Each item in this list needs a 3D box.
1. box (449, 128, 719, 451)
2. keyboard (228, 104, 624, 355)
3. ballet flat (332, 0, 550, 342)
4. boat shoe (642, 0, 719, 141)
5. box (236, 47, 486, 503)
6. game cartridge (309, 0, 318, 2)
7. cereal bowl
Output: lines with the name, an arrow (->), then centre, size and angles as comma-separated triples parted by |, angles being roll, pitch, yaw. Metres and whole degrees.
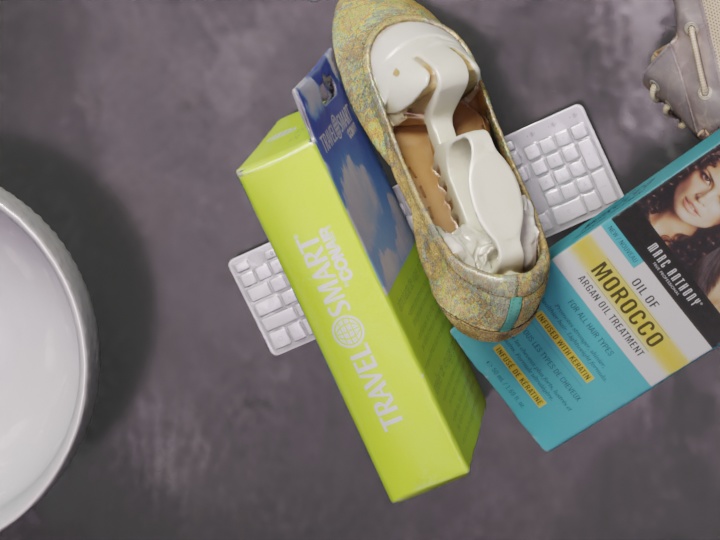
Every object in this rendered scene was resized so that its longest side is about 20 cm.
box -> 0.142, 0.005, 1.205 | 0.200, 0.049, 0.082 | -37, 93, 38
keyboard -> 0.033, -0.020, 1.275 | 0.200, 0.011, 0.056 | -24, 95, 11
ballet flat -> 0.042, -0.064, 1.204 | 0.071, 0.071, 0.200 | -24, 69, 11
boat shoe -> 0.179, -0.101, 1.219 | 0.073, 0.074, 0.200 | -1, 98, 25
box -> 0.000, 0.000, 1.217 | 0.048, 0.122, 0.200 | -22, 101, 12
game cartridge -> -0.086, -0.225, 1.214 | 0.200, 0.042, 0.133 | 20, 102, -16
cereal bowl -> -0.226, 0.041, 1.283 | 0.200, 0.083, 0.200 | 1, 99, 7
